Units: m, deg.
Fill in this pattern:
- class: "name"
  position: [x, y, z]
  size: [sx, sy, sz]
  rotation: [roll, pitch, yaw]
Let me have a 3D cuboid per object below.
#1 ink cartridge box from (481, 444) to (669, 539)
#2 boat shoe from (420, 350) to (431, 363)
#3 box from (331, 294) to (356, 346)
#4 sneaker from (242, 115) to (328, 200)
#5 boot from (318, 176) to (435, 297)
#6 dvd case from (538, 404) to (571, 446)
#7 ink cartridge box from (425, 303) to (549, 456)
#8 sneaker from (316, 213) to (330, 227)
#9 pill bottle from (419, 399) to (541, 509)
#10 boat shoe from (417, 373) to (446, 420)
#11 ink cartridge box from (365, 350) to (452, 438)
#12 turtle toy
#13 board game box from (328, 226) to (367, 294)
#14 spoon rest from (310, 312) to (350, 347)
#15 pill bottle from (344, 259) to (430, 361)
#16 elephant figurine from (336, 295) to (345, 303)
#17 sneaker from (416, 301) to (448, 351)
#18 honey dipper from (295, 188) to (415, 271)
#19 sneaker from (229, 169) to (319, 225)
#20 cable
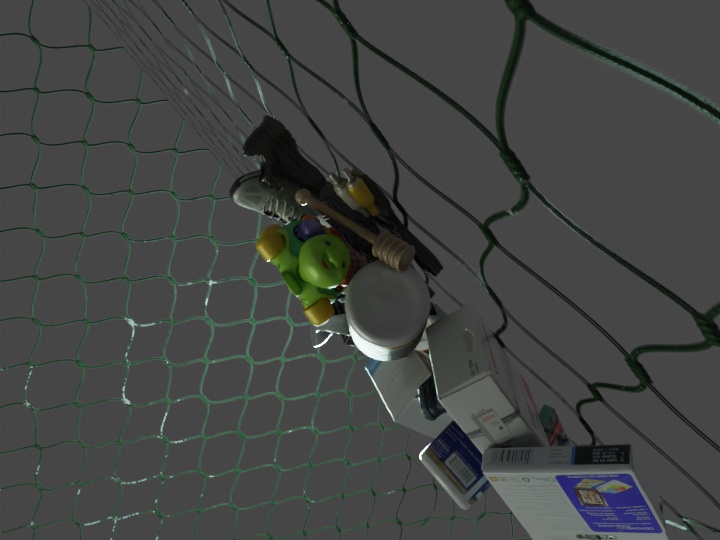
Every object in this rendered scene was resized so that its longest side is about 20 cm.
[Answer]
- class: "ink cartridge box"
  position: [0.287, 0.300, 0.929]
  size: [0.196, 0.044, 0.201]
  rotation: [-11, 129, 33]
- class: "boat shoe"
  position: [0.171, 0.171, 1.330]
  size: [0.201, 0.075, 0.072]
  rotation: [53, -177, 28]
- class: "box"
  position: [0.014, 0.085, 1.425]
  size: [0.141, 0.036, 0.201]
  rotation: [14, -148, -26]
- class: "sneaker"
  position: [-0.122, -0.162, 1.204]
  size: [0.200, 0.091, 0.076]
  rotation: [49, 171, -19]
- class: "boot"
  position: [0.027, -0.039, 1.104]
  size: [0.200, 0.065, 0.166]
  rotation: [40, -165, -49]
- class: "dvd case"
  position: [0.282, 0.314, 1.096]
  size: [0.022, 0.147, 0.201]
  rotation: [17, 156, 38]
- class: "ink cartridge box"
  position: [0.177, 0.168, 0.985]
  size: [0.201, 0.082, 0.148]
  rotation: [52, -161, -30]
- class: "sneaker"
  position: [-0.020, -0.026, 1.235]
  size: [0.098, 0.078, 0.202]
  rotation: [9, 130, 44]
- class: "pill bottle"
  position: [0.202, 0.280, 1.160]
  size: [0.116, 0.200, 0.116]
  rotation: [47, 173, 8]
- class: "boat shoe"
  position: [0.146, 0.180, 1.180]
  size: [0.072, 0.090, 0.200]
  rotation: [62, -165, -5]
- class: "ink cartridge box"
  position: [0.119, 0.228, 1.427]
  size: [0.128, 0.126, 0.201]
  rotation: [28, -162, -32]
- class: "turtle toy"
  position: [-0.062, -0.011, 0.953]
  size: [0.147, 0.100, 0.200]
  rotation: [54, -179, -10]
- class: "board game box"
  position: [0.000, 0.000, 1.133]
  size: [0.199, 0.030, 0.097]
  rotation: [21, -127, -49]
- class: "spoon rest"
  position: [-0.069, 0.098, 1.355]
  size: [0.060, 0.101, 0.199]
  rotation: [5, 175, -20]
- class: "pill bottle"
  position: [0.037, 0.065, 1.000]
  size: [0.116, 0.116, 0.200]
  rotation: [46, 170, 12]
- class: "elephant figurine"
  position: [0.017, 0.029, 1.334]
  size: [0.199, 0.143, 0.155]
  rotation: [38, -147, 16]
- class: "sneaker"
  position: [0.116, 0.088, 1.233]
  size: [0.093, 0.075, 0.200]
  rotation: [57, 164, -12]
- class: "honey dipper"
  position: [-0.014, -0.062, 0.941]
  size: [0.199, 0.038, 0.038]
  rotation: [34, 168, 28]
- class: "sneaker"
  position: [-0.127, -0.110, 1.243]
  size: [0.198, 0.076, 0.116]
  rotation: [2, -137, -41]
- class: "cable"
  position: [0.028, -0.063, 0.960]
  size: [0.201, 0.050, 0.097]
  rotation: [51, 167, -14]
